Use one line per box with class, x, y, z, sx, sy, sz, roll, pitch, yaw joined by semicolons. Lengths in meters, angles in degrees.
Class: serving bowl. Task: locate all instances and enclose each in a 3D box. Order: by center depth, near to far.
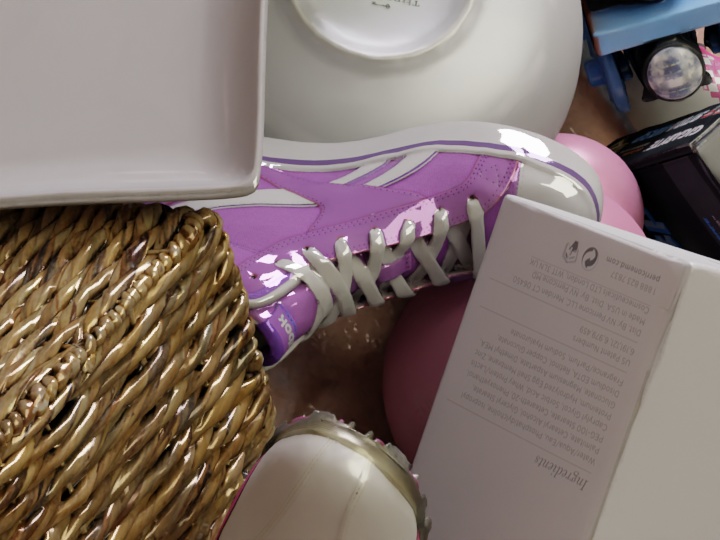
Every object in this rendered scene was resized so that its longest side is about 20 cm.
serving bowl;0.006;-0.119;1.141;0.199;0.066;0.201;2;70;-6

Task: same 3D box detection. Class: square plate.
square plate;-0.127;-0.104;1.028;0.028;0.197;0.201;65;24;-57

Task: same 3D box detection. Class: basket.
basket;-0.144;0.073;0.982;0.200;0.148;0.143;-52;138;-44

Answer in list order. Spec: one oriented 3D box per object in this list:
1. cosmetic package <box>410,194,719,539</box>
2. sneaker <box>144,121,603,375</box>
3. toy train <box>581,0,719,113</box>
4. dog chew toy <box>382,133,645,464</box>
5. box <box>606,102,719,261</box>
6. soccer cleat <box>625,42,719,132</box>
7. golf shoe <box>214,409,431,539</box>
cosmetic package;0.131;0.097;1.040;0.199;0.123;0.201;16;94;-36
sneaker;0.000;0.001;1.061;0.115;0.200;0.073;-83;167;-50
toy train;0.136;-0.161;1.285;0.200;0.086;0.115;-94;166;-60
dog chew toy;0.082;0.016;1.171;0.124;0.124;0.200;38;44;-21
box;0.198;0.015;1.245;0.046;0.159;0.200;-39;98;-17
soccer cleat;0.204;-0.035;1.340;0.200;0.070;0.086;42;46;-18
golf shoe;-0.030;0.135;0.957;0.072;0.200;0.092;27;46;6
